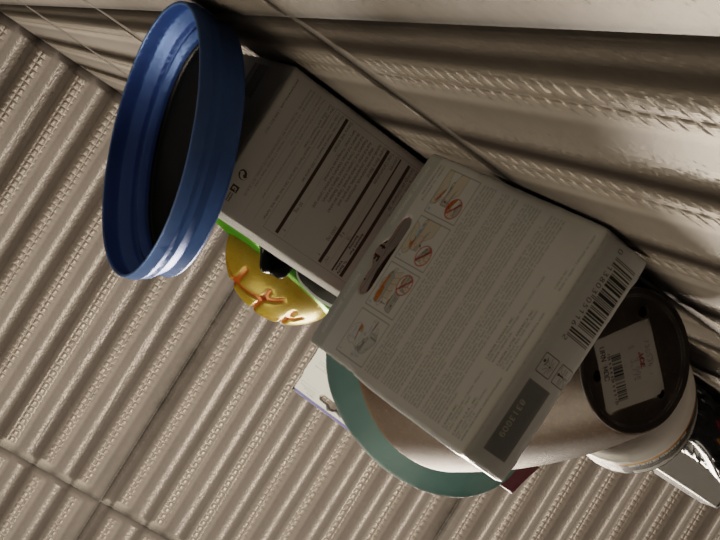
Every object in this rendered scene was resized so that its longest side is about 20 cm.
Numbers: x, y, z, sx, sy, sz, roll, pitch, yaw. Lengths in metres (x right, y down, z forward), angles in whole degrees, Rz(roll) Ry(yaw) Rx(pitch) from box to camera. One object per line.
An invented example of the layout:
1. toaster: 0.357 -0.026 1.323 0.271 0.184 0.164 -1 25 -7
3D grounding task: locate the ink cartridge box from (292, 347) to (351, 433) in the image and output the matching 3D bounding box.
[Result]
1. ink cartridge box: 0.013 0.082 1.530 0.099 0.201 0.039 36 -144 1

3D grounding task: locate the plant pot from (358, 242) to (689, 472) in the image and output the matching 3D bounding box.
1. plant pot: 0.124 0.057 1.006 0.186 0.188 0.199 33 165 -26

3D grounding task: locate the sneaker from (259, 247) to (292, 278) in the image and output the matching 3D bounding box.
1. sneaker: -0.054 -0.057 1.412 0.075 0.091 0.200 21 150 -1

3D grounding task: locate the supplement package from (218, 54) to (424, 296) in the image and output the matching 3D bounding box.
1. supplement package: -0.027 -0.058 1.124 0.199 0.120 0.121 34 177 -27

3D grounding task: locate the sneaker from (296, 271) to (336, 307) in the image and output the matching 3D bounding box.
1. sneaker: 0.000 0.000 1.402 0.199 0.071 0.099 16 167 38

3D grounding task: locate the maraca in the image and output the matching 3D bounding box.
1. maraca: -0.100 -0.012 1.610 0.137 0.107 0.200 24 164 50

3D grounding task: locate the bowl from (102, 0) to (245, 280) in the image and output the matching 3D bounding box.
1. bowl: -0.136 -0.091 1.059 0.039 0.203 0.200 12 -172 -25

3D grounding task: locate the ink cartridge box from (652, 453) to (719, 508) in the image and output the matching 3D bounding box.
1. ink cartridge box: 0.383 0.212 1.771 0.144 0.084 0.200 33 179 11

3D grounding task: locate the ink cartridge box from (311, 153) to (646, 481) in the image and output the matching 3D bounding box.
1. ink cartridge box: 0.068 0.022 0.943 0.047 0.161 0.200 35 178 -34

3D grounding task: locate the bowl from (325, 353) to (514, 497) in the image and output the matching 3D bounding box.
1. bowl: 0.081 0.072 1.204 0.200 0.202 0.105 33 136 -6

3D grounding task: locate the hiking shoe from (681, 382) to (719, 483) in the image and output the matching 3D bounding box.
1. hiking shoe: 0.344 0.158 1.400 0.200 0.076 0.101 42 -174 -5

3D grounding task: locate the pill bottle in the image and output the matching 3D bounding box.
1. pill bottle: 0.228 0.112 1.243 0.116 0.117 0.200 32 178 17

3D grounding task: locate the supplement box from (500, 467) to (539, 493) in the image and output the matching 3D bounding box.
1. supplement box: 0.185 0.145 1.685 0.061 0.109 0.201 33 -150 -18
